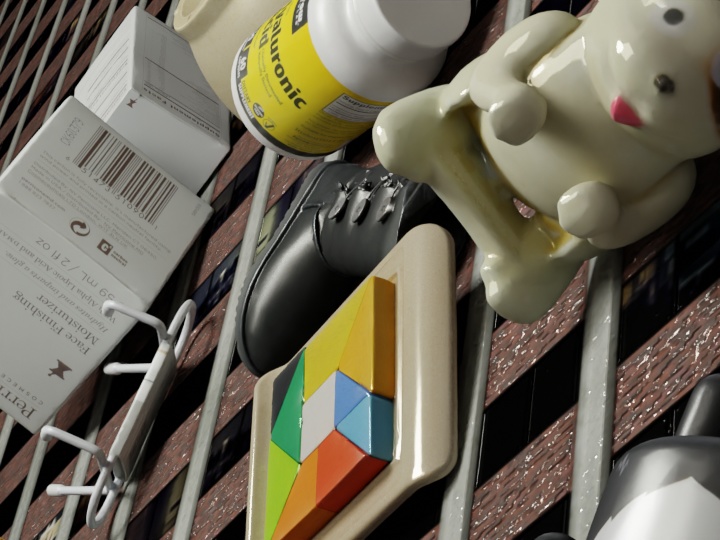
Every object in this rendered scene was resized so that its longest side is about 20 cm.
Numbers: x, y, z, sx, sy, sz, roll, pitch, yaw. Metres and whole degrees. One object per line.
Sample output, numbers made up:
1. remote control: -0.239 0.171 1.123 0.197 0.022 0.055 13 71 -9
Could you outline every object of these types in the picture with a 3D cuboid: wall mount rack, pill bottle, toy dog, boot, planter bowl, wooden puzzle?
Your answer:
1. wall mount rack: -0.199 0.111 1.905 0.174 0.074 0.200 96 -163 -67
2. pill bottle: -0.005 -0.162 1.740 0.200 0.111 0.111 -32 33 55
3. toy dog: 0.138 -0.083 1.235 0.194 0.140 0.200 -27 -5 -35
4. boot: 0.000 -0.001 1.568 0.200 0.066 0.165 3 71 62
5. planter bowl: -0.067 -0.215 1.953 0.200 0.135 0.200 -50 21 27
6. wooden puzzle: -0.013 0.089 1.441 0.200 0.037 0.185 -42 34 41

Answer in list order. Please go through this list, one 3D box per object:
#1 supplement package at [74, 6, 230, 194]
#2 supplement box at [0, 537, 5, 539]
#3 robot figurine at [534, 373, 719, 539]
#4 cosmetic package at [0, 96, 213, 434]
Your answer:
1. supplement package: -0.196 -0.140 2.217 0.110 0.114 0.200 -51 19 20
2. supplement box: -0.275 0.304 1.736 0.086 0.110 0.200 -42 25 43
3. robot figurine: 0.131 0.138 0.870 0.200 0.125 0.150 -67 11 -22
4. cosmetic package: -0.265 -0.004 2.060 0.200 0.165 0.165 -47 8 36
